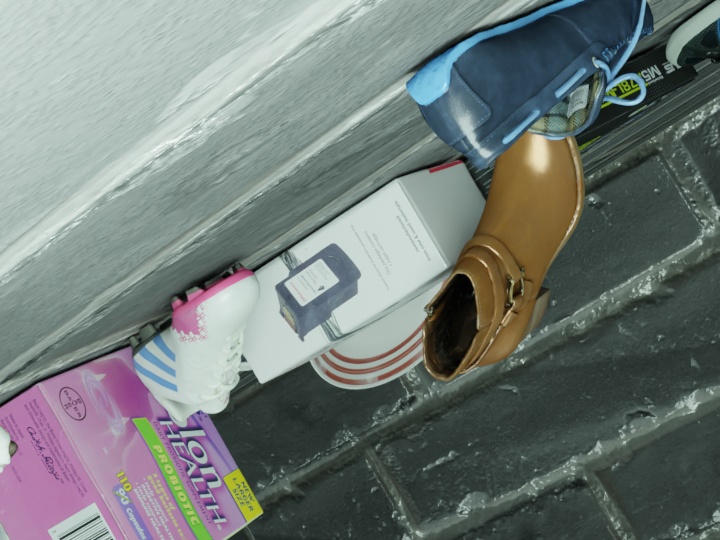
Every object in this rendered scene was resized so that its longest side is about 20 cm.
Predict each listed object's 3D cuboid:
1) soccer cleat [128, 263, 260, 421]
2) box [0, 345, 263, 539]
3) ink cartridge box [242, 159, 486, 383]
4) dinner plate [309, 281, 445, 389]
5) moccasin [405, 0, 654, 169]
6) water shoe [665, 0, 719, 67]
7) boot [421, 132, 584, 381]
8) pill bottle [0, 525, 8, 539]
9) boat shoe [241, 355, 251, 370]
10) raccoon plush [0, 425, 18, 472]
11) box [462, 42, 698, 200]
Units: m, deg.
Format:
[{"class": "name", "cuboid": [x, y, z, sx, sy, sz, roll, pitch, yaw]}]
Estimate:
[{"class": "soccer cleat", "cuboid": [-0.111, 0.058, 1.298, 0.070, 0.086, 0.200, -28, 176, -29]}, {"class": "box", "cuboid": [-0.194, 0.165, 1.374, 0.097, 0.176, 0.200, -31, 176, 22]}, {"class": "ink cartridge box", "cuboid": [0.000, 0.000, 1.417, 0.200, 0.084, 0.145, -32, 176, 26]}, {"class": "dinner plate", "cuboid": [0.025, 0.022, 1.630, 0.200, 0.024, 0.200, -23, 130, -30]}, {"class": "moccasin", "cuboid": [0.098, -0.099, 0.932, 0.200, 0.068, 0.080, -28, 176, -42]}, {"class": "water shoe", "cuboid": [0.327, -0.197, 1.399, 0.071, 0.079, 0.200, -28, 176, -37]}, {"class": "boot", "cuboid": [0.099, -0.020, 1.301, 0.155, 0.077, 0.200, -25, 132, -58]}, {"class": "pill bottle", "cuboid": [-0.292, 0.196, 1.563, 0.200, 0.111, 0.111, -27, 176, -41]}, {"class": "boat shoe", "cuboid": [-0.069, 0.053, 1.613, 0.200, 0.071, 0.069, -27, -166, -34]}, {"class": "raccoon plush", "cuboid": [-0.259, 0.087, 0.786, 0.200, 0.134, 0.097, 9, 172, -30]}, {"class": "box", "cuboid": [0.170, -0.116, 1.516, 0.193, 0.048, 0.200, -31, 177, -42]}]
